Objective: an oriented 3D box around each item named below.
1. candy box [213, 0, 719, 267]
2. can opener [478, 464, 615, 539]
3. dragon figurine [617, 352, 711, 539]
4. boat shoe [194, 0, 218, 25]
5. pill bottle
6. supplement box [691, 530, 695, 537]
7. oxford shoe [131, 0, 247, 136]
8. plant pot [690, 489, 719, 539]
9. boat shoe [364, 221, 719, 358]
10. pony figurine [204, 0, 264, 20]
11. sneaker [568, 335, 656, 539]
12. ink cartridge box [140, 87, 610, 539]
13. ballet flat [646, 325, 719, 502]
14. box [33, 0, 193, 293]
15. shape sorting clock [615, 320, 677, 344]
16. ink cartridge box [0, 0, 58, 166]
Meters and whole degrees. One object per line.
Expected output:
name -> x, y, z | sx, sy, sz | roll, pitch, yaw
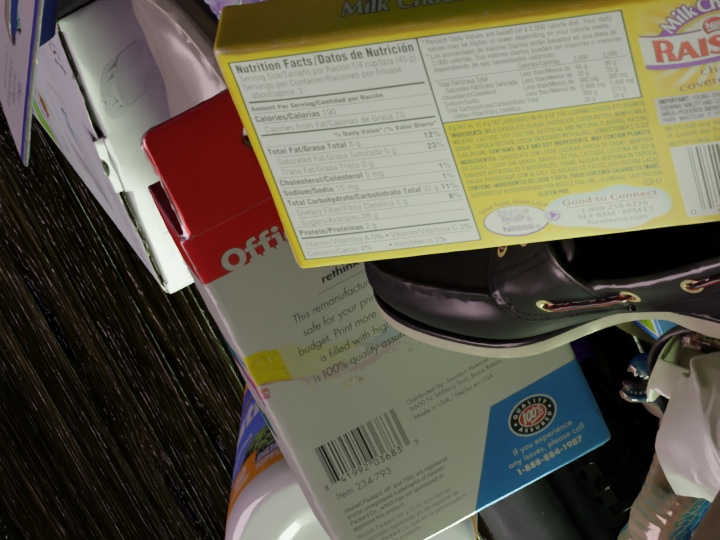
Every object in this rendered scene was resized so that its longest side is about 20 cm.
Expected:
candy box -> 0.064, -0.051, 0.898 | 0.102, 0.200, 0.026 | 71, -162, -44
can opener -> 0.074, 0.071, 1.208 | 0.200, 0.067, 0.053 | 58, -153, -15
dragon figurine -> 0.150, 0.106, 1.183 | 0.059, 0.099, 0.200 | 38, 177, 43
boat shoe -> -0.058, -0.123, 1.231 | 0.200, 0.074, 0.065 | 52, 173, 37
pill bottle -> -0.001, 0.075, 1.353 | 0.200, 0.112, 0.112 | -86, -27, -58
supplement box -> 0.190, 0.095, 1.026 | 0.067, 0.069, 0.200 | 53, 163, -3
oxford shoe -> -0.047, -0.024, 1.177 | 0.200, 0.058, 0.075 | 63, 173, -9
plant pot -> 0.188, 0.125, 0.793 | 0.200, 0.177, 0.200 | 57, 149, -8
boat shoe -> 0.081, -0.013, 0.997 | 0.201, 0.074, 0.063 | -1, 143, 38
pony figurine -> 0.015, -0.125, 0.944 | 0.193, 0.167, 0.200 | 27, 143, 2
sneaker -> 0.105, 0.080, 1.272 | 0.099, 0.070, 0.200 | 20, 141, 42
ink cartridge box -> 0.000, 0.000, 1.111 | 0.200, 0.116, 0.067 | 65, 174, -24
ballet flat -> 0.132, 0.056, 1.007 | 0.068, 0.068, 0.200 | 20, -175, -6
box -> -0.120, -0.121, 1.419 | 0.177, 0.097, 0.200 | 50, 165, 40
shape sorting clock -> 0.071, -0.053, 1.119 | 0.200, 0.039, 0.200 | 47, 168, 13
ink cartridge box -> -0.153, -0.175, 1.209 | 0.200, 0.047, 0.198 | 63, 162, 18
